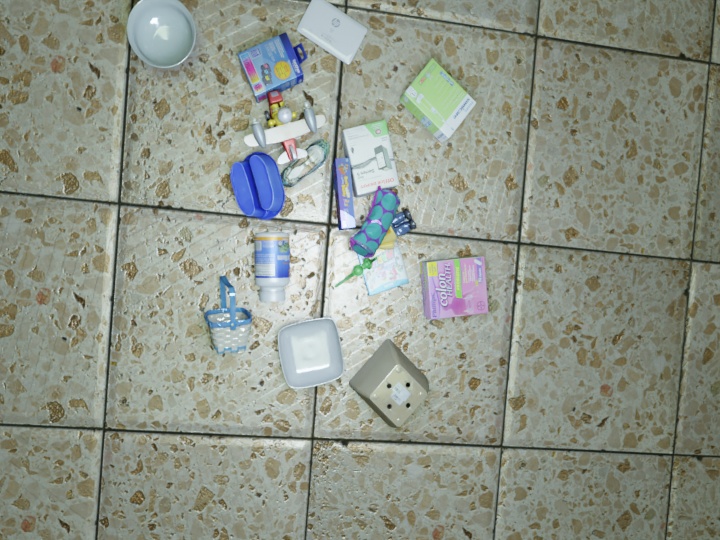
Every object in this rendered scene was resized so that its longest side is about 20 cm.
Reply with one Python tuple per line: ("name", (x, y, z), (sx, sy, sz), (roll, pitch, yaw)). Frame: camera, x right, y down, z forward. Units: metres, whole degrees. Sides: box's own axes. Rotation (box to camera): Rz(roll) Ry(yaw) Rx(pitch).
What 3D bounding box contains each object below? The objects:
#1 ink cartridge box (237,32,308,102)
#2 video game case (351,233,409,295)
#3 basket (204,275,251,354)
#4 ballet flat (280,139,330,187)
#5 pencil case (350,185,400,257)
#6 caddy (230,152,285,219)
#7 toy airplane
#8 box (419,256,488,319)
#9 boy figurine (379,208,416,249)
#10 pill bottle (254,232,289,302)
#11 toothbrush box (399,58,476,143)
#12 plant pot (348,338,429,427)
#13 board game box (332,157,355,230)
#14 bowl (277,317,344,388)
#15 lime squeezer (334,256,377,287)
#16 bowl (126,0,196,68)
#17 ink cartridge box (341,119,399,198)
("ink cartridge box", (-0.259, -0.626, 1.613), (0.195, 0.076, 0.140), (-26, 95, -7))
("video game case", (0.065, -0.038, 1.702), (0.139, 0.018, 0.207), (-17, 94, -7))
("basket", (-0.396, 0.131, 1.575), (0.135, 0.176, 0.207), (-8, 107, -21))
("ballet flat", (-0.167, -0.331, 1.637), (0.074, 0.074, 0.200), (45, 86, -7))
("pencil case", (0.044, -0.145, 1.590), (0.091, 0.085, 0.204), (33, 74, -19))
("caddy", (-0.309, -0.257, 1.605), (0.137, 0.105, 0.207), (-14, 94, 17))
("toy airplane", (-0.224, -0.421, 1.561), (0.195, 0.141, 0.205), (27, 74, -3))
("box", (0.300, 0.052, 1.697), (0.193, 0.097, 0.183), (-5, 93, -7))
("boy figurine", (0.074, -0.124, 1.661), (0.195, 0.064, 0.128), (-26, 98, -9))
("pill bottle", (-0.269, -0.011, 1.612), (0.108, 0.112, 0.208), (-1, 92, -7))
("toothbrush box", (0.244, -0.536, 1.675), (0.199, 0.086, 0.147), (40, 86, -6))
("plant pot", (0.101, 0.368, 1.641), (0.200, 0.177, 0.200), (44, 87, -7))
("board game box", (-0.052, -0.231, 1.622), (0.043, 0.134, 0.208), (-6, 93, -7))
("bowl", (-0.156, 0.254, 1.655), (0.193, 0.075, 0.207), (-11, 93, -8))
("lime squeezer", (0.000, 0.000, 1.658), (0.038, 0.071, 0.198), (46, 129, -14))
("bowl", (-0.577, -0.690, 1.559), (0.193, 0.090, 0.209), (0, 92, -7))
("ink cartridge box", (0.030, -0.347, 1.654), (0.141, 0.084, 0.207), (-14, 94, -7))
